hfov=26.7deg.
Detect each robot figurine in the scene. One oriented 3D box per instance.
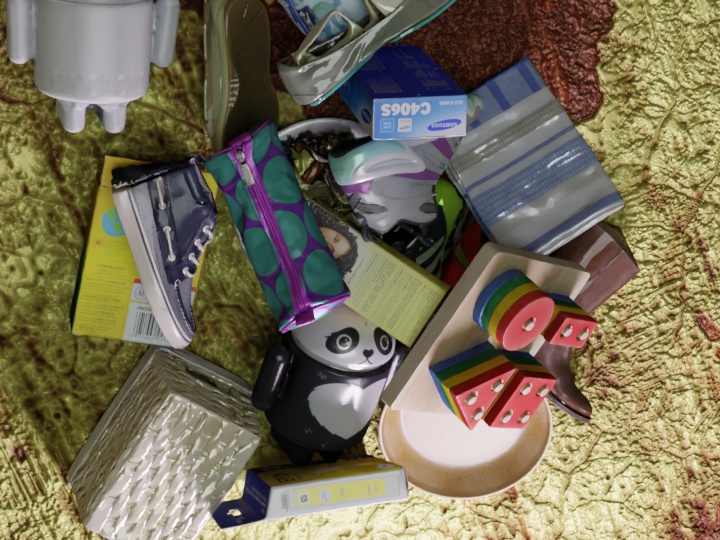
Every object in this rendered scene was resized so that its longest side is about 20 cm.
[{"bbox_3d":[-0.034,0.116,1.647,0.124,0.150,0.201,23,117,9],"label":"robot figurine"},{"bbox_3d":[-0.260,-0.237,1.477,0.169,0.113,0.201,-4,112,-22],"label":"robot figurine"}]

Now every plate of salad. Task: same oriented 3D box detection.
[{"bbox_3d":[-0.037,-0.065,1.629,0.199,0.048,0.201,-4,111,-11],"label":"plate of salad"}]

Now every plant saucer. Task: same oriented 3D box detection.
[{"bbox_3d":[0.120,0.175,1.745,0.199,0.035,0.201,-1,120,-1],"label":"plant saucer"}]

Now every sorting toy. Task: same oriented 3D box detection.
[{"bbox_3d":[0.149,0.082,1.577,0.199,0.070,0.200,11,118,-53],"label":"sorting toy"}]

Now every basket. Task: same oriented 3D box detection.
[{"bbox_3d":[-0.212,0.201,1.648,0.135,0.123,0.200,30,101,-22],"label":"basket"}]

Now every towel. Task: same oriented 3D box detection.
[{"bbox_3d":[0.171,-0.112,1.614,0.147,0.024,0.200,-31,79,-2],"label":"towel"}]

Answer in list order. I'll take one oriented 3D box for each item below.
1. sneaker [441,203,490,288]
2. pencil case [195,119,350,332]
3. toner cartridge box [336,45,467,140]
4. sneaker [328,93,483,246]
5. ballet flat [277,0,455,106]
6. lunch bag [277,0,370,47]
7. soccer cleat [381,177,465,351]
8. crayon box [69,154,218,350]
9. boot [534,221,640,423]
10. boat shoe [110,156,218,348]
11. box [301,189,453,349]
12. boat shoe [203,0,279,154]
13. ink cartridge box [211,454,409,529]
[{"bbox_3d":[0.131,-0.005,1.669,0.077,0.085,0.201,10,107,-15],"label":"sneaker"},{"bbox_3d":[-0.084,-0.042,1.507,0.085,0.092,0.201,-25,90,7],"label":"pencil case"},{"bbox_3d":[0.036,-0.181,1.518,0.095,0.200,0.043,-5,113,-11],"label":"toner cartridge box"},{"bbox_3d":[0.063,-0.094,1.572,0.200,0.078,0.140,-29,109,-29],"label":"sneaker"},{"bbox_3d":[0.006,-0.239,1.477,0.200,0.067,0.064,-37,111,0],"label":"ballet flat"},{"bbox_3d":[-0.005,-0.334,1.518,0.200,0.082,0.161,-31,111,-1],"label":"lunch bag"},{"bbox_3d":[0.057,-0.006,1.655,0.081,0.067,0.201,-2,111,-31],"label":"soccer cleat"},{"bbox_3d":[-0.228,-0.024,1.599,0.127,0.051,0.201,9,108,-16],"label":"crayon box"},{"bbox_3d":[0.264,0.056,1.741,0.186,0.064,0.200,41,92,-25],"label":"boot"},{"bbox_3d":[-0.181,-0.020,1.542,0.092,0.075,0.201,-17,113,1],"label":"boat shoe"},{"bbox_3d":[0.000,0.000,1.569,0.200,0.050,0.075,33,98,4],"label":"box"},{"bbox_3d":[-0.132,-0.188,1.559,0.073,0.063,0.201,-21,122,-34],"label":"boat shoe"},{"bbox_3d":[-0.066,0.237,1.658,0.199,0.198,0.047,-4,89,-12],"label":"ink cartridge box"}]
